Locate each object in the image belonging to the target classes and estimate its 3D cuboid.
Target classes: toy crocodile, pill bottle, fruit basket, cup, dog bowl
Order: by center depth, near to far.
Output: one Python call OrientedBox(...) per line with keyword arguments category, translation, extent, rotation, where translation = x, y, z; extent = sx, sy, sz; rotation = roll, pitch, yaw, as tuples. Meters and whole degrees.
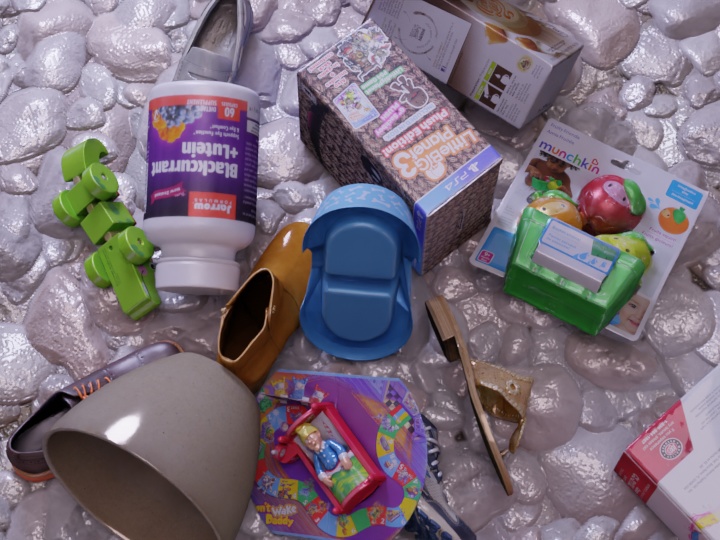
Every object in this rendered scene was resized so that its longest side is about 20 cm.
OrientedBox(category="cup", translation=(-0.172, 0.162, 1.552), extent=(0.200, 0.200, 0.143), rotation=(30, 57, 10))
OrientedBox(category="dog bowl", translation=(0.000, 0.000, 1.609), extent=(0.111, 0.200, 0.050), rotation=(5, 42, 1))
OrientedBox(category="pill bottle", translation=(-0.157, -0.079, 1.648), extent=(0.111, 0.111, 0.201), rotation=(2, 84, 0))
OrientedBox(category="fruit basket", translation=(0.233, -0.047, 1.677), extent=(0.185, 0.094, 0.200), rotation=(27, 68, 10))
OrientedBox(category="toy crocodile", translation=(-0.252, -0.043, 1.691), extent=(0.067, 0.062, 0.200), rotation=(-39, 71, 28))

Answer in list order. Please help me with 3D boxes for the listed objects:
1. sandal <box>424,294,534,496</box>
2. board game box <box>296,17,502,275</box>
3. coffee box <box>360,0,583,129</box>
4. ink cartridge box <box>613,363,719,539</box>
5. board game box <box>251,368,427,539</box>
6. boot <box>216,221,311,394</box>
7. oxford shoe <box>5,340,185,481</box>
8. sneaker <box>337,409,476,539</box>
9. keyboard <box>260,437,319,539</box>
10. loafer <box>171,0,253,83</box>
OrientedBox(category="sandal", translation=(0.133, 0.108, 1.624), extent=(0.069, 0.078, 0.212), rotation=(-22, 66, -2))
OrientedBox(category="board game box", translation=(0.036, -0.121, 1.667), extent=(0.097, 0.160, 0.200), rotation=(-37, 73, -13))
OrientedBox(category="coffee box", translation=(0.115, -0.240, 1.730), extent=(0.200, 0.080, 0.114), rotation=(32, 27, 11))
OrientedBox(category="ink cartridge box", translation=(0.363, 0.207, 1.584), extent=(0.146, 0.083, 0.200), rotation=(-39, 74, -14))
OrientedBox(category="board game box", translation=(-0.035, 0.175, 1.563), extent=(0.200, 0.039, 0.158), rotation=(3, 87, 29))
OrientedBox(category="boot", translation=(-0.084, 0.020, 1.620), extent=(0.071, 0.144, 0.202), rotation=(19, 70, 6))
OrientedBox(category="oxford shoe", translation=(-0.252, 0.131, 1.614), extent=(0.200, 0.073, 0.071), rotation=(-38, 74, -14))
OrientedBox(category="sneaker", translation=(0.050, 0.182, 1.598), extent=(0.085, 0.077, 0.200), rotation=(-38, 74, -18))
OrientedBox(category="keyboard", translation=(-0.043, 0.214, 1.617), extent=(0.056, 0.011, 0.200), rotation=(-28, 72, -11))
OrientedBox(category="loafer", translation=(-0.163, -0.208, 1.746), extent=(0.070, 0.070, 0.200), rotation=(13, 69, 4))
